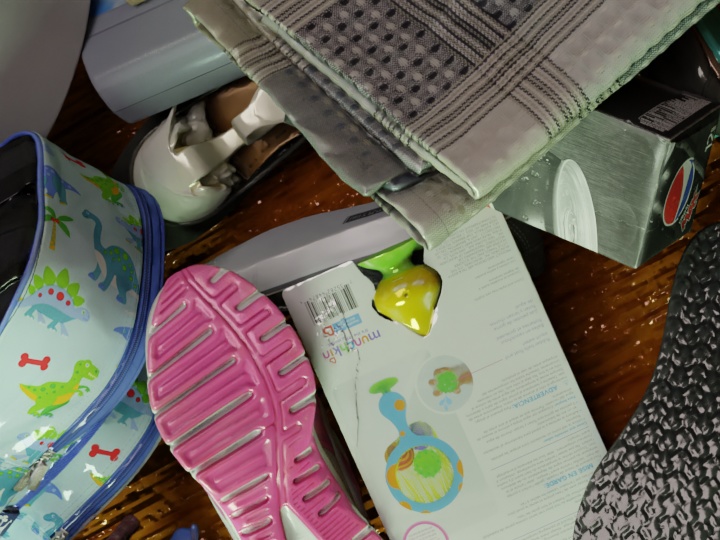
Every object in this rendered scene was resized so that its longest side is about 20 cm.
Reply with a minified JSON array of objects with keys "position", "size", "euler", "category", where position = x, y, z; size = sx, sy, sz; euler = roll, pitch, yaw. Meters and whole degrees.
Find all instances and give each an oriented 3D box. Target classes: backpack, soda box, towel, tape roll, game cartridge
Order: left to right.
[{"position":[-0.224,-0.137,1.319],"size":[0.200,0.066,0.202],"euler":[-23,60,48],"category":"tape roll"},{"position":[-0.178,0.040,1.245],"size":[0.200,0.146,0.184],"euler":[-44,33,29],"category":"backpack"},{"position":[-0.094,-0.180,1.285],"size":[0.133,0.040,0.201],"euler":[-23,52,26],"category":"game cartridge"},{"position":[0.042,-0.128,1.114],"size":[0.200,0.035,0.193],"euler":[-41,61,-8],"category":"towel"},{"position":[0.065,-0.073,1.150],"size":[0.199,0.063,0.071],"euler":[23,117,25],"category":"soda box"}]

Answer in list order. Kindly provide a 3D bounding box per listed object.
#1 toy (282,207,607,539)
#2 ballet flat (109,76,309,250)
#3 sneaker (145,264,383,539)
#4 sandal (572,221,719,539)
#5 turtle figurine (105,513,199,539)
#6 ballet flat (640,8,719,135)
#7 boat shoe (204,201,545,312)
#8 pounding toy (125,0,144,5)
[{"position":[0.054,0.076,1.188],"size":[0.115,0.047,0.201],"euler":[-23,98,8],"category":"toy"},{"position":[-0.068,-0.075,1.269],"size":[0.200,0.068,0.068],"euler":[-38,89,18],"category":"ballet flat"},{"position":[-0.051,0.089,1.197],"size":[0.081,0.088,0.201],"euler":[-23,102,-5],"category":"sneaker"},{"position":[0.161,0.076,1.152],"size":[0.075,0.048,0.201],"euler":[19,78,18],"category":"sandal"},{"position":[-0.099,0.221,1.181],"size":[0.143,0.194,0.202],"euler":[-1,85,25],"category":"turtle figurine"},{"position":[0.125,-0.151,1.180],"size":[0.068,0.068,0.201],"euler":[-30,70,26],"category":"ballet flat"},{"position":[0.000,0.000,1.231],"size":[0.199,0.069,0.057],"euler":[-16,104,25],"category":"boat shoe"},{"position":[-0.143,-0.232,1.202],"size":[0.141,0.184,0.201],"euler":[-21,53,23],"category":"pounding toy"}]
